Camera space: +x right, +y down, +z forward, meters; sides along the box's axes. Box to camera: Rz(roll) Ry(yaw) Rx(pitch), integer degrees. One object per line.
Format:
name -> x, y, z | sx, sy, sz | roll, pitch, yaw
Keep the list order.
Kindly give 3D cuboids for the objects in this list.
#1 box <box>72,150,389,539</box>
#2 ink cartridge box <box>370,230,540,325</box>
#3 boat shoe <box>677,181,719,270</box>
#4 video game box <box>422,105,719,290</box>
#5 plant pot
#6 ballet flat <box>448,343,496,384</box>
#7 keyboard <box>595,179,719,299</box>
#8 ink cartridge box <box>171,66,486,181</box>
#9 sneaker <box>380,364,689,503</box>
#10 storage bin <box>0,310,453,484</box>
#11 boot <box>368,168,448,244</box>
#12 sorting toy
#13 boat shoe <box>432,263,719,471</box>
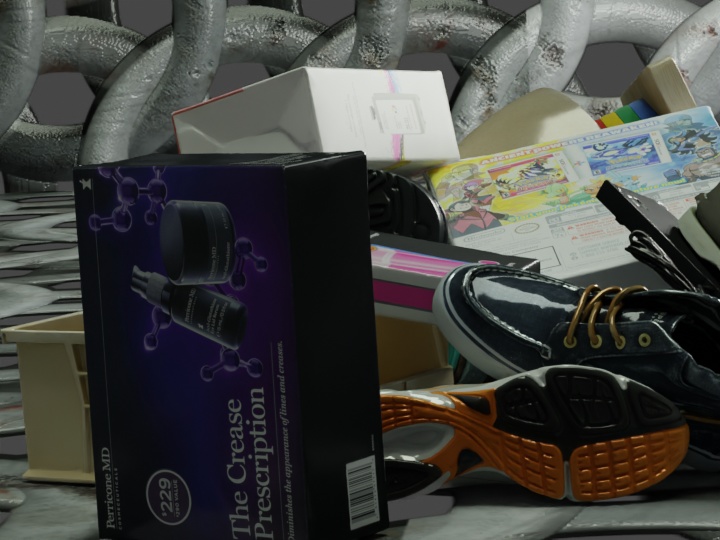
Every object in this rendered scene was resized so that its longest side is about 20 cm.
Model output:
box -> -0.068, 0.040, 1.443 | 0.141, 0.200, 0.079 | 1, 8, 36
ink cartridge box -> 0.000, 0.000, 1.668 | 0.200, 0.037, 0.095 | 8, 13, 19
boat shoe -> 0.254, 0.006, 1.607 | 0.072, 0.060, 0.202 | 28, 18, -37
video game box -> 0.153, -0.031, 1.787 | 0.200, 0.047, 0.182 | -13, 32, -2
plant pot -> 0.107, -0.012, 1.955 | 0.134, 0.200, 0.200 | -24, 12, -16
ballet flat -> 0.024, 0.067, 1.828 | 0.074, 0.074, 0.200 | -8, 10, -37
keyboard -> 0.207, 0.017, 1.619 | 0.200, 0.021, 0.127 | 47, 16, 30
ink cartridge box -> -0.017, -0.089, 1.852 | 0.116, 0.068, 0.200 | -16, -7, 34
sneaker -> 0.083, 0.087, 1.536 | 0.200, 0.076, 0.092 | -1, 3, 12
storage bin -> -0.074, 0.068, 1.676 | 0.199, 0.094, 0.200 | 0, 7, 32
boot -> 0.003, -0.016, 1.837 | 0.200, 0.076, 0.168 | -7, -8, 31
sorting toy -> 0.223, -0.038, 1.975 | 0.070, 0.200, 0.199 | -25, -3, -2
boat shoe -> 0.140, 0.033, 1.538 | 0.200, 0.071, 0.091 | 25, -35, 5
